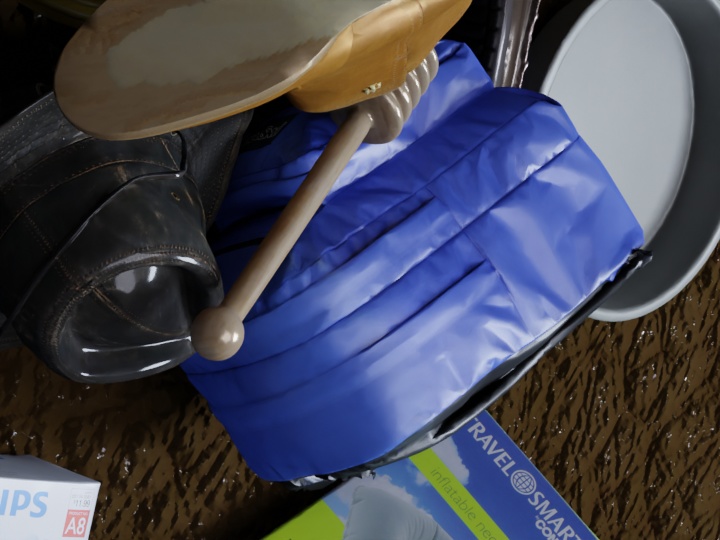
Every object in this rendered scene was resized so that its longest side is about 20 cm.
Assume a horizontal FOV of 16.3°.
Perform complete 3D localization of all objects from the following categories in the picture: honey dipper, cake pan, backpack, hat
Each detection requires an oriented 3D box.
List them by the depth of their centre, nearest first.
[{"bbox_3d":[-0.103,-0.002,1.081,0.201,0.081,0.201,-35,158,-16],"label":"hat"},{"bbox_3d":[-0.022,-0.032,1.095,0.200,0.038,0.038,-58,137,-37],"label":"honey dipper"},{"bbox_3d":[0.000,0.000,1.207,0.200,0.162,0.168,-43,100,-29],"label":"backpack"},{"bbox_3d":[0.147,-0.072,1.419,0.200,0.037,0.200,-16,114,-42],"label":"cake pan"}]

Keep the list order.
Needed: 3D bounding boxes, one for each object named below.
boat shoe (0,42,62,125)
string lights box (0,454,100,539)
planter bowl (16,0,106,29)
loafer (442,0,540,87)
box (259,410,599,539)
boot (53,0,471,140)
[{"bbox_3d":[-0.133,-0.068,1.115,0.199,0.075,0.066,-26,75,-29],"label":"boat shoe"},{"bbox_3d":[-0.192,0.182,1.129,0.103,0.059,0.200,9,95,-46],"label":"string lights box"},{"bbox_3d":[-0.094,-0.176,1.021,0.083,0.200,0.201,-87,170,-66],"label":"planter bowl"},{"bbox_3d":[0.073,-0.155,1.291,0.071,0.073,0.200,3,100,-45],"label":"loafer"},{"bbox_3d":[0.038,0.153,1.319,0.200,0.122,0.048,-33,166,-35],"label":"box"},{"bbox_3d":[-0.030,-0.090,1.035,0.201,0.071,0.144,-30,166,-11],"label":"boot"}]
